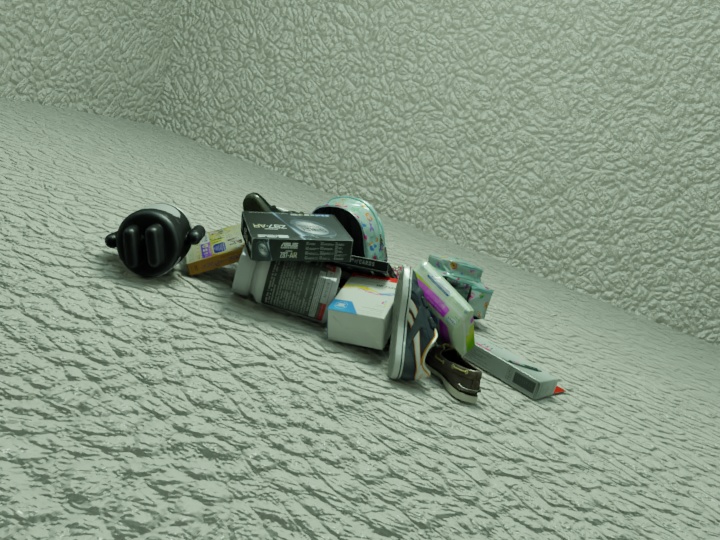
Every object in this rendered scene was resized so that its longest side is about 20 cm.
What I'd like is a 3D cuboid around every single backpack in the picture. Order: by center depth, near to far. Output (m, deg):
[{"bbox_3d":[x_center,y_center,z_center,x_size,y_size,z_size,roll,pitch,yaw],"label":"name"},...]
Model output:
[{"bbox_3d":[-0.029,-0.071,1.524,0.173,0.206,0.150,6,30,34],"label":"backpack"},{"bbox_3d":[0.249,0.047,1.711,0.196,0.157,0.175,25,-2,-21],"label":"backpack"}]

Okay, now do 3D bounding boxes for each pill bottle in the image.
[{"bbox_3d":[-0.143,0.022,1.270,0.194,0.117,0.114,17,11,-4],"label":"pill bottle"}]

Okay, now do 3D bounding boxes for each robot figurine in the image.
[{"bbox_3d":[-0.386,-0.062,1.229,0.149,0.126,0.200,36,10,-8],"label":"robot figurine"}]

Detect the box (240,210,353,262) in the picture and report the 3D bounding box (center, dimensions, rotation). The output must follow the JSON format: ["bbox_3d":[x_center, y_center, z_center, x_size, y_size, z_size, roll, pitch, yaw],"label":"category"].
[{"bbox_3d":[-0.127,-0.067,1.261,0.193,0.045,0.161,1,22,-18],"label":"box"}]

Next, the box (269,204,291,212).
[{"bbox_3d":[-0.177,-0.082,1.636,0.194,0.128,0.097,18,2,-9],"label":"box"}]

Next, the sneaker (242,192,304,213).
[{"bbox_3d":[-0.196,-0.122,1.517,0.075,0.116,0.200,-11,-48,36],"label":"sneaker"}]

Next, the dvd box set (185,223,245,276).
[{"bbox_3d":[-0.269,-0.056,1.364,0.194,0.030,0.147,-17,27,-11],"label":"dvd box set"}]

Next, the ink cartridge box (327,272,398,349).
[{"bbox_3d":[0.019,0.066,1.268,0.112,0.069,0.201,8,27,15],"label":"ink cartridge box"}]

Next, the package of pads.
[{"bbox_3d":[0.154,0.081,1.288,0.155,0.068,0.201,46,-11,26],"label":"package of pads"}]

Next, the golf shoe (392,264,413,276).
[{"bbox_3d":[0.048,0.047,1.604,0.193,0.094,0.076,-6,27,-8],"label":"golf shoe"}]

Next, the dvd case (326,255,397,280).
[{"bbox_3d":[0.000,0.000,1.362,0.145,0.026,0.200,11,-9,11],"label":"dvd case"}]

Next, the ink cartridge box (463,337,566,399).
[{"bbox_3d":[0.337,0.206,1.407,0.198,0.045,0.171,29,16,38],"label":"ink cartridge box"}]

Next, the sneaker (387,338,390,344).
[{"bbox_3d":[0.071,0.133,1.282,0.079,0.073,0.200,0,11,-6],"label":"sneaker"}]

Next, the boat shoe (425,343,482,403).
[{"bbox_3d":[0.167,0.175,1.222,0.070,0.061,0.200,14,13,-23],"label":"boat shoe"}]

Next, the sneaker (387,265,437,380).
[{"bbox_3d":[0.096,0.096,1.162,0.077,0.207,0.079,8,-18,-7],"label":"sneaker"}]
